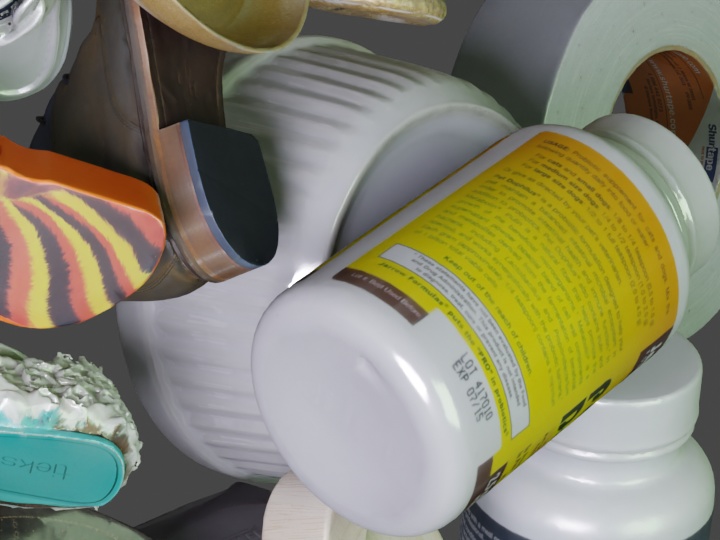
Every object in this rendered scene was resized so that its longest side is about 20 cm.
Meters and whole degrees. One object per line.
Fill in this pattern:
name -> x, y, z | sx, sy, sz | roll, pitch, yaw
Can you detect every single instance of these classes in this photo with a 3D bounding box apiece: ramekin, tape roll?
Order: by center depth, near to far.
ramekin -> 0.000, 0.000, 1.123 | 0.199, 0.105, 0.202 | -12, 106, -46
tape roll -> 0.127, -0.061, 1.280 | 0.199, 0.066, 0.202 | -13, 108, -46

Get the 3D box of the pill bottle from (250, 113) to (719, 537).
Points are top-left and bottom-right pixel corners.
pill bottle -> 0.057, 0.013, 1.029 | 0.200, 0.109, 0.110 | -35, 122, -37

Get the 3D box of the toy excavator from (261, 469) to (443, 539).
toy excavator -> 0.038, 0.169, 1.105 | 0.194, 0.099, 0.202 | -14, 96, -51

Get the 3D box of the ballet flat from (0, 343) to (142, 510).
ballet flat -> -0.179, 0.049, 0.957 | 0.199, 0.072, 0.072 | 10, 90, -23

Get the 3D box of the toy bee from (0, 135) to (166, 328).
toy bee -> -0.177, -0.026, 0.941 | 0.109, 0.199, 0.131 | -57, 177, 15

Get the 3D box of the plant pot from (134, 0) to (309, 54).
plant pot -> -0.083, -0.171, 0.992 | 0.200, 0.027, 0.201 | 49, 28, -36

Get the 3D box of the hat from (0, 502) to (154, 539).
hat -> -0.155, 0.180, 1.007 | 0.199, 0.081, 0.202 | 0, 90, -33

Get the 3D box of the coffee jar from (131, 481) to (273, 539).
coffee jar -> -0.060, 0.197, 1.110 | 0.104, 0.085, 0.202 | -20, 112, -37

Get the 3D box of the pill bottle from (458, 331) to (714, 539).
pill bottle -> 0.106, 0.128, 1.225 | 0.119, 0.119, 0.201 | -24, 128, -42

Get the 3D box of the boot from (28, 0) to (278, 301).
boot -> -0.102, -0.079, 1.026 | 0.075, 0.096, 0.201 | 21, 51, -56

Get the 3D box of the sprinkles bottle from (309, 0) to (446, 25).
sprinkles bottle -> 0.018, -0.212, 1.129 | 0.068, 0.068, 0.202 | 6, 93, -48

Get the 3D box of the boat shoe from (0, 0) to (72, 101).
boat shoe -> -0.143, -0.112, 0.924 | 0.073, 0.066, 0.200 | -23, 149, -3
